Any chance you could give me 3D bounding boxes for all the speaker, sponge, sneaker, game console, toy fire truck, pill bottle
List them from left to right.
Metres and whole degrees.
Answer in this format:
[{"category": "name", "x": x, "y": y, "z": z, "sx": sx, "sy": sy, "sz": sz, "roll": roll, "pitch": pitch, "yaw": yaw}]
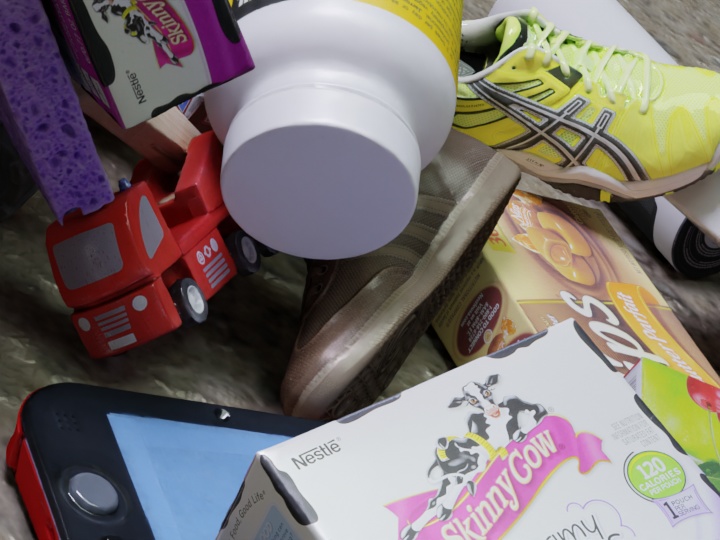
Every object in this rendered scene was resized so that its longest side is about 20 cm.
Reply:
[{"category": "sponge", "x": -0.149, "y": -0.118, "z": 1.084, "sx": 0.030, "sy": 0.201, "sz": 0.112, "roll": -25, "pitch": 55, "yaw": -8}, {"category": "toy fire truck", "x": -0.091, "y": -0.057, "z": 1.216, "sx": 0.142, "sy": 0.048, "sz": 0.200, "roll": 64, "pitch": 26, "yaw": -10}, {"category": "game console", "x": -0.034, "y": 0.120, "z": 1.074, "sx": 0.199, "sy": 0.031, "sz": 0.177, "roll": 11, "pitch": 33, "yaw": -35}, {"category": "pill bottle", "x": -0.010, "y": -0.107, "z": 1.223, "sx": 0.112, "sy": 0.113, "sz": 0.201, "roll": 22, "pitch": 46, "yaw": -18}, {"category": "sneaker", "x": 0.000, "y": 0.000, "z": 1.245, "sx": 0.075, "sy": 0.071, "sz": 0.200, "roll": 31, "pitch": 43, "yaw": 8}, {"category": "sneaker", "x": 0.098, "y": -0.087, "z": 1.368, "sx": 0.198, "sy": 0.077, "sz": 0.076, "roll": 2, "pitch": 50, "yaw": 2}, {"category": "speaker", "x": 0.154, "y": -0.090, "z": 1.571, "sx": 0.081, "sy": 0.081, "sz": 0.200, "roll": 3, "pitch": 39, "yaw": -44}]

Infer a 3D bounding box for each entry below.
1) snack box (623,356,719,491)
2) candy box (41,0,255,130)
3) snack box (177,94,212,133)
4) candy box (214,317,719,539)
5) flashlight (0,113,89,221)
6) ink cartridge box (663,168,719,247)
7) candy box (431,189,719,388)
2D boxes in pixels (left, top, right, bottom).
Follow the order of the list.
[{"category": "snack box", "x": 0.164, "y": 0.147, "z": 1.153, "sx": 0.141, "sy": 0.053, "sz": 0.201, "roll": 22, "pitch": 46, "yaw": -16}, {"category": "candy box", "x": -0.116, "y": -0.147, "z": 1.103, "sx": 0.137, "sy": 0.061, "sz": 0.200, "roll": 68, "pitch": -9, "yaw": -20}, {"category": "snack box", "x": -0.019, "y": -0.086, "z": 1.444, "sx": 0.199, "sy": 0.024, "sz": 0.072, "roll": 11, "pitch": 34, "yaw": -35}, {"category": "candy box", "x": 0.069, "y": 0.133, "z": 1.027, "sx": 0.167, "sy": 0.072, "sz": 0.200, "roll": -22, "pitch": 62, "yaw": -36}, {"category": "flashlight", "x": -0.143, "y": -0.078, "z": 1.255, "sx": 0.068, "sy": 0.068, "sz": 0.200, "roll": 33, "pitch": 25, "yaw": -3}, {"category": "ink cartridge box", "x": 0.263, "y": -0.005, "z": 1.446, "sx": 0.146, "sy": 0.084, "sz": 0.200, "roll": 41, "pitch": 4, "yaw": 33}, {"category": "candy box", "x": 0.104, "y": 0.041, "z": 1.324, "sx": 0.115, "sy": 0.055, "sz": 0.200, "roll": 11, "pitch": 34, "yaw": -36}]
